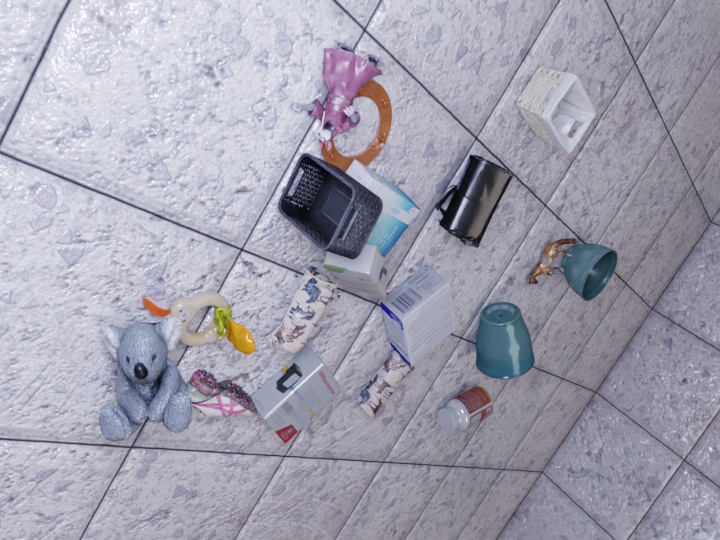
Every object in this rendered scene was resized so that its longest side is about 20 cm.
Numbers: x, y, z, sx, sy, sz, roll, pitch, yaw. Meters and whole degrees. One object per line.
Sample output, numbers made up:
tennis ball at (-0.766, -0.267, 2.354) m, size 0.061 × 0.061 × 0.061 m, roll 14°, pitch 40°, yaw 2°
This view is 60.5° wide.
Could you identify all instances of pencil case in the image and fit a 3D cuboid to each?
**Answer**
pencil case at (0.070, 0.337, 1.812) m, size 0.201 × 0.078 × 0.089 m, roll -51°, pitch 126°, yaw -2°
pencil case at (-0.136, 0.095, 1.428) m, size 0.088 × 0.078 × 0.203 m, roll 27°, pitch 100°, yaw -20°

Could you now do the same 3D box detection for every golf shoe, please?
golf shoe at (-0.327, 0.297, 1.414) m, size 0.093 × 0.073 × 0.199 m, roll -49°, pitch 131°, yaw 7°

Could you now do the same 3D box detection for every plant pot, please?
plant pot at (0.467, 0.218, 2.033) m, size 0.197 × 0.198 × 0.193 m, roll -27°, pitch 119°, yaw -26°
plant pot at (0.807, -0.014, 2.218) m, size 0.197 × 0.134 × 0.205 m, roll -25°, pitch 134°, yaw -28°

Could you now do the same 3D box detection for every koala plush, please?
koala plush at (-0.416, 0.187, 1.191) m, size 0.172 × 0.184 × 0.206 m, roll -7°, pitch 112°, yaw -8°

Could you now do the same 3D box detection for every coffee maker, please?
coffee maker at (0.301, -0.176, 1.573) m, size 0.132 × 0.192 × 0.204 m, roll 15°, pitch 107°, yaw -30°

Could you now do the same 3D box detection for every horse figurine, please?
horse figurine at (0.656, -0.038, 2.114) m, size 0.129 × 0.050 × 0.204 m, roll 4°, pitch 125°, yaw -25°

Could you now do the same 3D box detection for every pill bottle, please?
pill bottle at (0.372, 0.497, 2.192) m, size 0.196 × 0.112 × 0.115 m, roll -17°, pitch 130°, yaw -34°

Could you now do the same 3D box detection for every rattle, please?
rattle at (-0.327, 0.120, 1.233) m, size 0.130 × 0.145 × 0.198 m, roll -40°, pitch 149°, yaw 17°

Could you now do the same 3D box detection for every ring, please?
ring at (-0.005, -0.304, 1.320) m, size 0.197 × 0.019 × 0.205 m, roll -26°, pitch 134°, yaw -29°

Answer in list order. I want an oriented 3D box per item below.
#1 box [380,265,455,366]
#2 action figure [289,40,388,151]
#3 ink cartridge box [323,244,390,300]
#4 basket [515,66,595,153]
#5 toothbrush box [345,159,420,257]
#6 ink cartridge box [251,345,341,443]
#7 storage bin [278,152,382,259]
box at (0.164, 0.127, 1.728) m, size 0.182 × 0.104 × 0.203 m, roll -35°, pitch 137°, yaw -20°
action figure at (-0.045, -0.337, 1.216) m, size 0.148 × 0.131 × 0.205 m, roll -28°, pitch 141°, yaw -65°
ink cartridge box at (0.000, 0.000, 1.441) m, size 0.200 × 0.114 × 0.069 m, roll 55°, pitch 49°, yaw -65°
basket at (0.520, -0.431, 1.649) m, size 0.137 × 0.123 × 0.199 m, roll -55°, pitch 141°, yaw 4°
toothbrush box at (0.022, -0.136, 1.404) m, size 0.147 × 0.086 × 0.198 m, roll -51°, pitch 140°, yaw 13°
ink cartridge box at (-0.161, 0.315, 1.570) m, size 0.199 × 0.082 × 0.147 m, roll -41°, pitch 139°, yaw -13°
storage bin at (-0.063, -0.131, 1.247) m, size 0.093 × 0.199 × 0.138 m, roll 16°, pitch 108°, yaw -48°
